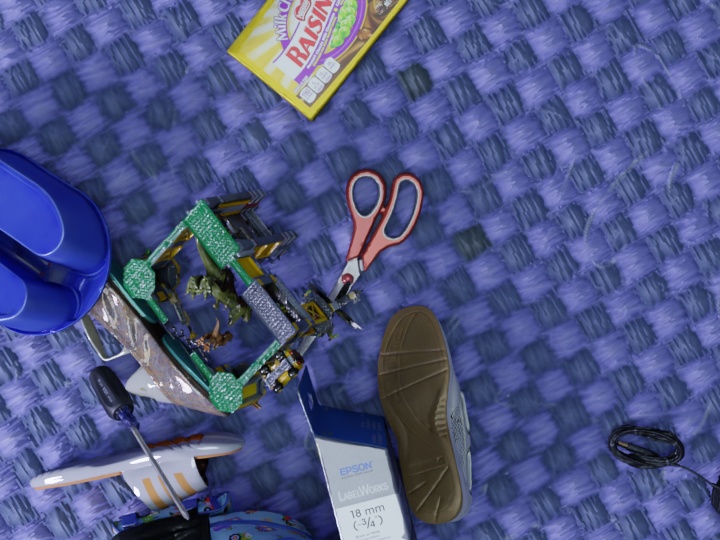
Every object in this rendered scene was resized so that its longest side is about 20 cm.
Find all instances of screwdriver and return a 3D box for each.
[{"bbox_3d":[-0.192,0.151,1.275,0.029,0.200,0.028,-29,138,-21],"label":"screwdriver"}]

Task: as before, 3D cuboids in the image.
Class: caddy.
[{"bbox_3d":[-0.318,-0.029,1.276,0.200,0.105,0.142,32,94,18],"label":"caddy"}]

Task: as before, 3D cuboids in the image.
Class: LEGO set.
[{"bbox_3d":[-0.102,0.022,1.287,0.200,0.116,0.154,44,116,17],"label":"LEGO set"}]

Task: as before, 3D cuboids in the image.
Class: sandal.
[{"bbox_3d":[-0.200,0.194,1.317,0.206,0.079,0.059,-13,90,10],"label":"sandal"}]

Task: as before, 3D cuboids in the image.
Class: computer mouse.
[{"bbox_3d":[0.326,0.195,1.342,0.200,0.034,0.059,28,111,3],"label":"computer mouse"}]

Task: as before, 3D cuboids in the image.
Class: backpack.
[{"bbox_3d":[-0.112,0.288,1.278,0.200,0.135,0.183,-15,124,-8],"label":"backpack"}]

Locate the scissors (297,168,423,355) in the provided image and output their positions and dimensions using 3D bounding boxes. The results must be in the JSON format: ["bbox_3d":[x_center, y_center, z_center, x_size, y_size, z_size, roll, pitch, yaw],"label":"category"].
[{"bbox_3d":[0.000,0.000,1.328,0.073,0.014,0.200,18,93,-3],"label":"scissors"}]

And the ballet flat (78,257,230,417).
[{"bbox_3d":[-0.201,0.072,1.314,0.067,0.068,0.200,-42,84,7],"label":"ballet flat"}]

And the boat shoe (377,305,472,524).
[{"bbox_3d":[0.064,0.134,1.318,0.071,0.069,0.200,-12,76,22],"label":"boat shoe"}]

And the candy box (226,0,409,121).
[{"bbox_3d":[-0.021,-0.245,1.300,0.102,0.026,0.200,39,94,0],"label":"candy box"}]

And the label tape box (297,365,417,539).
[{"bbox_3d":[0.002,0.184,1.280,0.063,0.144,0.200,-15,95,1],"label":"label tape box"}]
